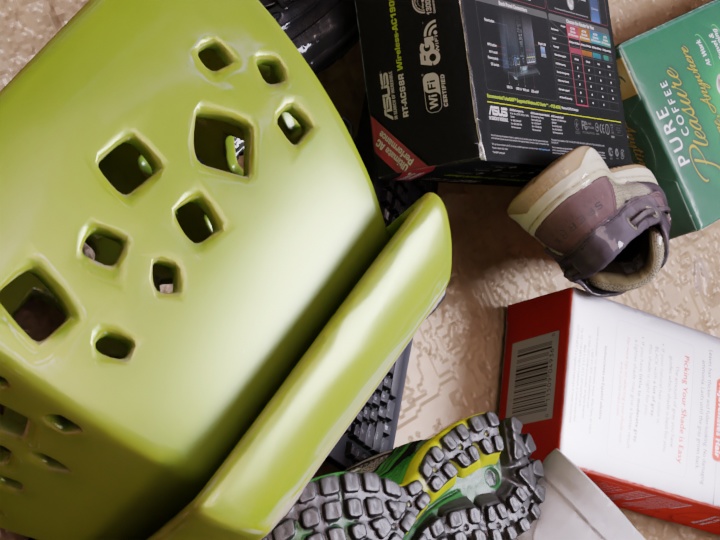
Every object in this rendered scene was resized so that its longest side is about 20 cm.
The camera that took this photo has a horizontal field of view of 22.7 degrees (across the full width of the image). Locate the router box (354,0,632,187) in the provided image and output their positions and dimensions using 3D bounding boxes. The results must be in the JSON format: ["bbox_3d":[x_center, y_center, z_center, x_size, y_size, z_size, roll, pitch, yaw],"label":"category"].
[{"bbox_3d":[0.071,-0.123,0.946,0.200,0.062,0.151,-1,83,-60],"label":"router box"}]

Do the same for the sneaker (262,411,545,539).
[{"bbox_3d":[-0.001,0.131,0.844,0.199,0.085,0.078,-17,83,-43],"label":"sneaker"}]

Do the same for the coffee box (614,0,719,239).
[{"bbox_3d":[0.231,-0.108,1.117,0.200,0.044,0.124,-29,96,-37],"label":"coffee box"}]

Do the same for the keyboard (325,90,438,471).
[{"bbox_3d":[0.000,0.000,0.914,0.127,0.020,0.201,36,57,-50],"label":"keyboard"}]

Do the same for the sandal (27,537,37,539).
[{"bbox_3d":[-0.079,0.098,0.842,0.075,0.048,0.201,50,56,-16],"label":"sandal"}]

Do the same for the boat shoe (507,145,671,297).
[{"bbox_3d":[0.133,-0.018,0.961,0.065,0.072,0.200,57,12,14],"label":"boat shoe"}]

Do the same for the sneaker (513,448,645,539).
[{"bbox_3d":[0.112,0.186,0.954,0.116,0.074,0.200,-45,131,-3],"label":"sneaker"}]

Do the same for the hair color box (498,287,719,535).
[{"bbox_3d":[0.173,0.086,1.018,0.199,0.061,0.102,19,69,-30],"label":"hair color box"}]

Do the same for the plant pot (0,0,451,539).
[{"bbox_3d":[-0.090,0.017,0.737,0.181,0.200,0.199,40,60,-5],"label":"plant pot"}]

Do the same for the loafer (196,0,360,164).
[{"bbox_3d":[-0.048,-0.121,0.904,0.071,0.068,0.201,51,55,-14],"label":"loafer"}]
